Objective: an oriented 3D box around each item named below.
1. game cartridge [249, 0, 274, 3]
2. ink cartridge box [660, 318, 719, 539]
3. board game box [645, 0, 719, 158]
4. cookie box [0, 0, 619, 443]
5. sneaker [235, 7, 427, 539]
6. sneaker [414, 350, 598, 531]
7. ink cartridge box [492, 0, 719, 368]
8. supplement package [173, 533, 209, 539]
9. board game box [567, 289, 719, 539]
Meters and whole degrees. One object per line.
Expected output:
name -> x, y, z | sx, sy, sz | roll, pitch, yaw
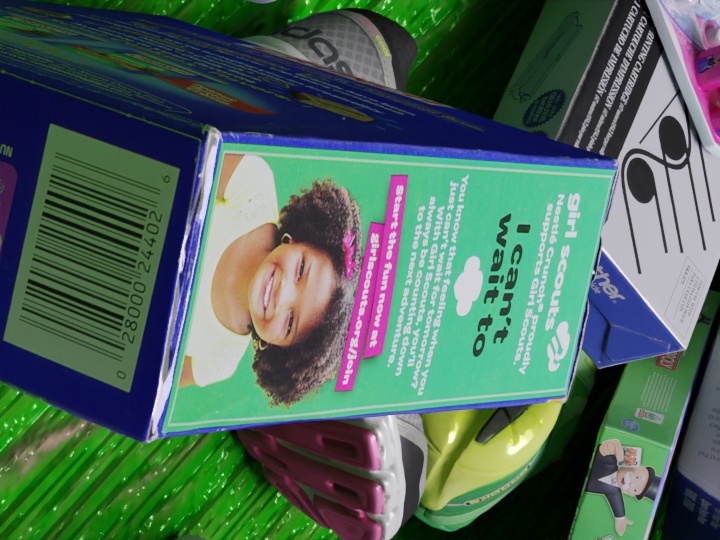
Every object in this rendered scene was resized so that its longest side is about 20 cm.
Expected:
game cartridge -> -0.026, -0.188, 0.771 | 0.133, 0.041, 0.201 | -46, 139, -32
ink cartridge box -> 0.162, 0.068, 1.115 | 0.196, 0.043, 0.201 | 76, 35, -73
board game box -> 0.154, -0.169, 0.990 | 0.200, 0.026, 0.201 | -33, 103, -48
cookie box -> -0.052, -0.020, 0.675 | 0.199, 0.170, 0.076 | -1, 108, -57
sneaker -> 0.000, 0.000, 0.857 | 0.087, 0.073, 0.201 | -37, 129, -36
sneaker -> 0.065, 0.023, 0.996 | 0.200, 0.074, 0.084 | -47, 166, -43
ink cartridge box -> 0.109, -0.071, 0.965 | 0.094, 0.044, 0.201 | 47, 49, -28
supplement package -> -0.073, 0.171, 0.780 | 0.200, 0.113, 0.110 | -21, 118, -54
board game box -> 0.105, 0.094, 1.030 | 0.200, 0.029, 0.136 | -50, 156, -69
